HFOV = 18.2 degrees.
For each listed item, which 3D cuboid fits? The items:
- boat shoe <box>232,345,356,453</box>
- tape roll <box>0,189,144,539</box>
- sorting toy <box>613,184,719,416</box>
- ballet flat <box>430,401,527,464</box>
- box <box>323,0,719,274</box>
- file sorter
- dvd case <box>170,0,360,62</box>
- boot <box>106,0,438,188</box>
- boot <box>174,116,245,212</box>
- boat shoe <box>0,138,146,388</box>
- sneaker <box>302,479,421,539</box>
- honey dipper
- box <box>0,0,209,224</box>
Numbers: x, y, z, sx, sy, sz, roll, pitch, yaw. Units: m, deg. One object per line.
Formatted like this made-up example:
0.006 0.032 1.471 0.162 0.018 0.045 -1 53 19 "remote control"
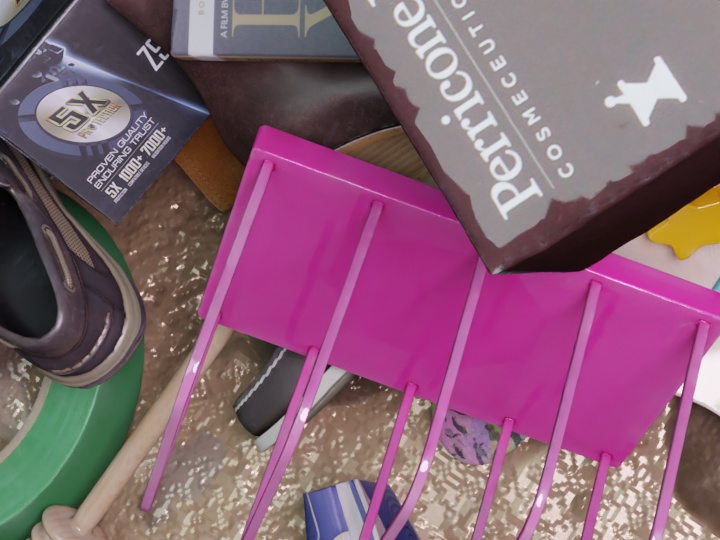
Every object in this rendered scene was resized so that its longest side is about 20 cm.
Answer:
0.000 0.000 1.025 0.061 0.072 0.201 42 114 2 "boat shoe"
-0.208 0.043 1.127 0.200 0.048 0.201 -5 76 19 "tape roll"
0.135 -0.007 0.937 0.180 0.200 0.107 -9 51 7 "sorting toy"
0.083 -0.007 1.019 0.069 0.071 0.200 32 90 24 "ballet flat"
0.101 -0.118 0.766 0.200 0.164 0.166 -33 83 12 "box"
0.023 0.060 0.908 0.200 0.139 0.126 20 58 -3 "file sorter"
0.021 -0.156 0.884 0.200 0.016 0.149 3 91 19 "dvd case"
0.015 -0.117 0.927 0.200 0.072 0.166 -41 95 10 "boot"
-0.015 -0.077 1.080 0.144 0.071 0.201 -48 62 10 "boot"
-0.177 -0.030 1.020 0.200 0.073 0.075 41 91 22 "boat shoe"
-0.014 0.198 1.003 0.115 0.081 0.200 -19 74 13 "sneaker"
-0.106 0.081 1.062 0.038 0.038 0.200 42 108 23 "honey dipper"
-0.117 -0.136 1.058 0.164 0.086 0.200 -50 28 3 "box"
